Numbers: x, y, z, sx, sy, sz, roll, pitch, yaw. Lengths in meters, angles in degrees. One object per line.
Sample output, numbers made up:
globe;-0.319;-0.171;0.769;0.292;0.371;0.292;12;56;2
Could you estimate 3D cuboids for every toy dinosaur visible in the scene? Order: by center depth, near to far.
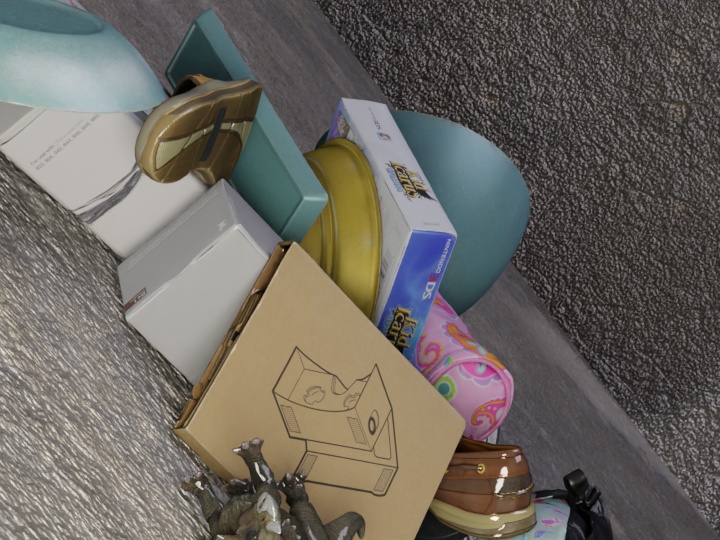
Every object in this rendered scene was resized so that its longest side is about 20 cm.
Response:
toy dinosaur;-0.051;0.165;1.411;0.200;0.077;0.103;45;21;-62

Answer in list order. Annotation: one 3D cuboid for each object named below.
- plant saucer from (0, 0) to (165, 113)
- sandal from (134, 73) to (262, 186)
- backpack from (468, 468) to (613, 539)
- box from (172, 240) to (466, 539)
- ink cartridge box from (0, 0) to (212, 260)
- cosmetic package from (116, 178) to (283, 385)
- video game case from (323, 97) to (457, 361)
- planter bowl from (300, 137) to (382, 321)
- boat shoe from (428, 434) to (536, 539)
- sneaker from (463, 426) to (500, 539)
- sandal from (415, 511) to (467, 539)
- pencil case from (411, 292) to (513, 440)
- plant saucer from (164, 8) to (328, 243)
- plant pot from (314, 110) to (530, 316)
plant saucer;-0.219;-0.149;1.496;0.199;0.039;0.201;13;17;-4
sandal;-0.117;-0.100;1.595;0.054;0.081;0.200;27;12;13
backpack;0.131;0.250;1.694;0.200;0.126;0.168;-23;94;-79
box;-0.022;0.104;1.561;0.200;0.021;0.164;46;54;-27
ink cartridge box;-0.179;-0.093;1.683;0.200;0.084;0.146;44;12;-37
cosmetic package;-0.067;0.047;1.628;0.200;0.107;0.090;49;9;-25
video game case;0.000;0.000;1.808;0.045;0.201;0.182;4;34;-25
planter bowl;-0.062;-0.005;1.791;0.083;0.202;0.201;5;32;-24
boat shoe;0.047;0.134;1.695;0.199;0.068;0.072;15;22;41
sneaker;0.064;0.140;1.883;0.115;0.075;0.202;22;53;-65
sandal;0.025;0.143;1.811;0.201;0.075;0.048;49;-11;48
pencil case;0.047;0.061;1.847;0.087;0.087;0.200;45;2;-34
plant saucer;-0.088;-0.100;1.709;0.019;0.070;0.201;0;47;-40
plant pot;0.037;-0.021;2.028;0.200;0.199;0.135;45;47;-34
